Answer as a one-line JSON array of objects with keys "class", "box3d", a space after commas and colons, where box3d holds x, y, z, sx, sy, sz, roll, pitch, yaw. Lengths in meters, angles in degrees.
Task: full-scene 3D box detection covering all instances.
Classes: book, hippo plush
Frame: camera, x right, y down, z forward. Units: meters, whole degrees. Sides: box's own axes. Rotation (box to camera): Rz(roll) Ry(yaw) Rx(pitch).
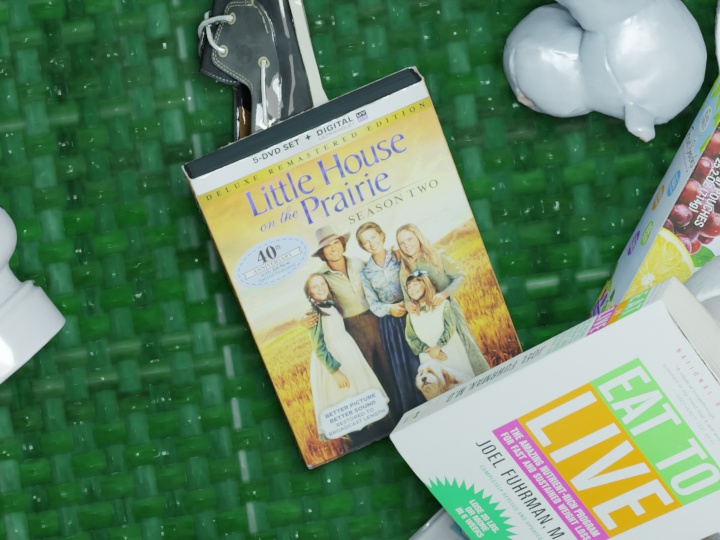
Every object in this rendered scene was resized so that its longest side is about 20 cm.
[{"class": "book", "box3d": [0.131, 0.096, 1.613, 0.200, 0.048, 0.134, -30, 106, 37]}, {"class": "hippo plush", "box3d": [0.148, -0.170, 1.688, 0.200, 0.159, 0.161, -1, 126, 27]}]

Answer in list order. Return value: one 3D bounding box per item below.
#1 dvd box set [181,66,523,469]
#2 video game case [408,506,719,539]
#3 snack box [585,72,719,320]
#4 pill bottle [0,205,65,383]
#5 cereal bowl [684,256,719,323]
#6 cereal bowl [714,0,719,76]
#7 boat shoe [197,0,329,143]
[{"class": "dvd box set", "box3d": [0.000, 0.000, 1.692, 0.146, 0.029, 0.200, -23, 116, -5]}, {"class": "video game case", "box3d": [0.139, 0.184, 1.707, 0.200, 0.024, 0.182, 38, 124, -7]}, {"class": "snack box", "box3d": [0.238, 0.012, 1.705, 0.169, 0.068, 0.200, 25, 112, -8]}, {"class": "pill bottle", "box3d": [-0.263, -0.018, 1.648, 0.120, 0.120, 0.200, -40, 96, -3]}, {"class": "cereal bowl", "box3d": [0.259, 0.056, 1.615, 0.200, 0.200, 0.083, 37, 49, -7]}, {"class": "cereal bowl", "box3d": [0.303, -0.147, 1.709, 0.200, 0.083, 0.200, 2, 115, 3]}, {"class": "boat shoe", "box3d": [-0.061, -0.132, 1.689, 0.068, 0.072, 0.200, -13, 98, -6]}]
